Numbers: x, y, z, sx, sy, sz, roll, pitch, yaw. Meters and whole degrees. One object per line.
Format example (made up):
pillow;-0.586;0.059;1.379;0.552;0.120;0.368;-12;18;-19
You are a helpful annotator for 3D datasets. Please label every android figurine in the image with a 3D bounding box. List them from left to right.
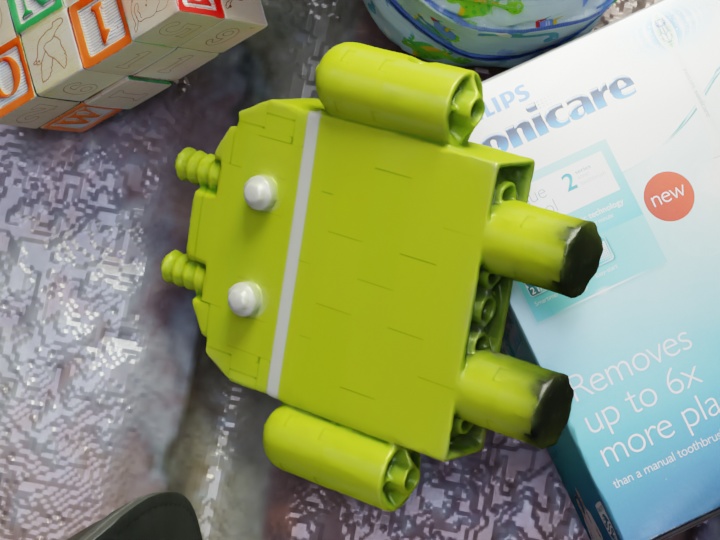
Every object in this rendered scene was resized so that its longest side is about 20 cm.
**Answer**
android figurine;0.000;0.000;0.807;0.199;0.041;0.184;19;106;31

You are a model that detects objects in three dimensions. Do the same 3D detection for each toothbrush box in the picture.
toothbrush box;0.127;0.001;0.834;0.145;0.085;0.201;-23;77;-5

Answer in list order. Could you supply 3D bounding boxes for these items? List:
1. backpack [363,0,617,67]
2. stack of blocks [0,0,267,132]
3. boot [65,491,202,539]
backpack;0.050;-0.187;0.856;0.162;0.154;0.202;-6;91;-17
stack of blocks;-0.082;-0.150;0.824;0.199;0.058;0.116;-26;75;32
boot;-0.173;0.140;0.793;0.173;0.200;0.070;-4;101;30
